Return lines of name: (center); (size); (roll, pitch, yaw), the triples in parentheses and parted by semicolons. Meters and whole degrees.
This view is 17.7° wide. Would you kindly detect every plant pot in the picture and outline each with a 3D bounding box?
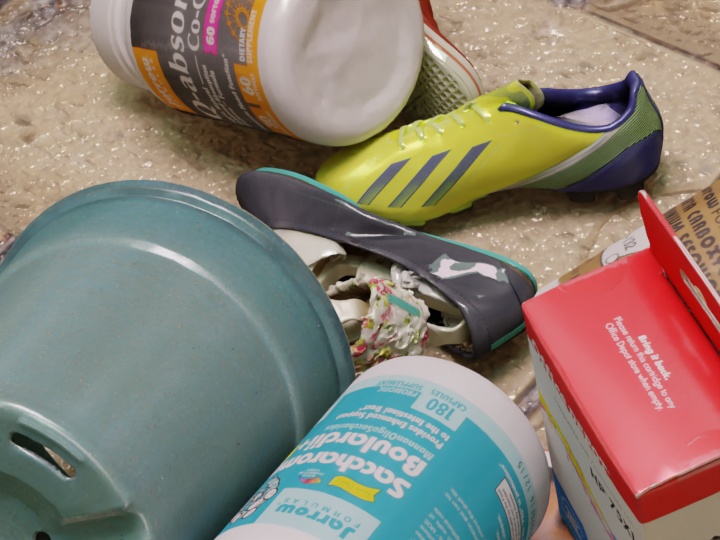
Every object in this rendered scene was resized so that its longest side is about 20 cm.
plant pot: (-0.128, 0.086, 1.082); (0.199, 0.201, 0.196); (6, 24, 18)

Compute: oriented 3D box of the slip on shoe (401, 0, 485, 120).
slip on shoe: (0.020, -0.155, 1.396); (0.061, 0.074, 0.200); (-26, 45, -19)

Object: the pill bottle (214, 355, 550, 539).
pill bottle: (-0.004, 0.133, 1.007); (0.110, 0.111, 0.200); (15, 38, 25)

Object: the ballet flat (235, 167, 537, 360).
ballet flat: (0.000, 0.000, 1.265); (0.199, 0.073, 0.073); (21, 57, 26)

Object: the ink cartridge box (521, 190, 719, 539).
ink cartridge box: (0.127, 0.076, 0.992); (0.067, 0.200, 0.116); (-23, 48, -7)

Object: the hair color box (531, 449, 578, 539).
hair color box: (0.140, 0.156, 1.096); (0.199, 0.061, 0.102); (11, 54, 23)

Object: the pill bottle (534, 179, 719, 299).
pill bottle: (0.195, 0.011, 1.138); (0.200, 0.114, 0.115); (-32, 47, 11)

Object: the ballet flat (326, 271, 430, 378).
ballet flat: (-0.060, 0.050, 1.207); (0.199, 0.064, 0.076); (-25, 54, 10)

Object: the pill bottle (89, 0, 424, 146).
pill bottle: (-0.065, -0.141, 1.347); (0.116, 0.117, 0.200); (-45, 35, -24)

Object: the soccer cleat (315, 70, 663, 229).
soccer cleat: (0.070, -0.075, 1.297); (0.199, 0.084, 0.065); (-7, 42, 7)
